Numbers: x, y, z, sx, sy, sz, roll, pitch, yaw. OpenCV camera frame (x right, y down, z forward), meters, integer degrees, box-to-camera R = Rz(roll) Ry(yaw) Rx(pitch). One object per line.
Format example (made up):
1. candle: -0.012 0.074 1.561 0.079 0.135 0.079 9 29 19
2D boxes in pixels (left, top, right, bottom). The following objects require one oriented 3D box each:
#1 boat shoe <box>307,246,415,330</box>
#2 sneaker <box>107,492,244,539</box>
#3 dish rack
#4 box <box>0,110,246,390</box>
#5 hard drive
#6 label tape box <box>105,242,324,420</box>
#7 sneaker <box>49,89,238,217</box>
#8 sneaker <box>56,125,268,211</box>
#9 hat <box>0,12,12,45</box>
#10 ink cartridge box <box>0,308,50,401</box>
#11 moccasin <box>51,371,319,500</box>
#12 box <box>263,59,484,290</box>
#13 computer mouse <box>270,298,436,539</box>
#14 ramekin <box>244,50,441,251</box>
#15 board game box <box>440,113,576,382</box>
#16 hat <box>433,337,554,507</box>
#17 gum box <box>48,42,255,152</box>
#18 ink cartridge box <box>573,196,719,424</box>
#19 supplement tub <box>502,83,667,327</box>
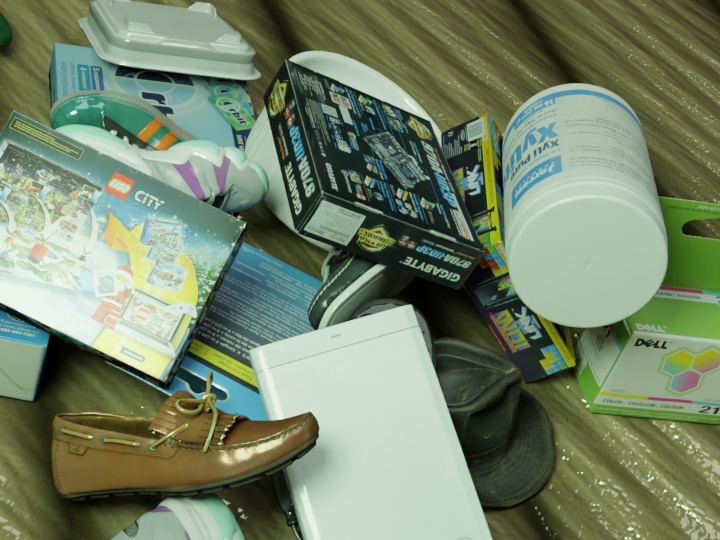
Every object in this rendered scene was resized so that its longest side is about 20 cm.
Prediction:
1. boat shoe: 0.000 0.000 1.094 0.060 0.076 0.200 35 27 12
2. sneaker: -0.110 0.241 0.859 0.140 0.078 0.200 -21 45 -38
3. dish rack: -0.200 -0.251 1.368 0.171 0.044 0.200 4 22 -22
4. box: -0.204 -0.015 0.981 0.199 0.038 0.137 26 74 2
5. hard drive: 0.007 0.136 0.969 0.131 0.027 0.201 -15 73 -11
6. label tape box: -0.104 0.067 1.069 0.143 0.066 0.200 27 40 6
7. sneaker: -0.187 -0.094 1.176 0.200 0.071 0.080 25 31 -35
8. sneaker: -0.165 -0.038 1.074 0.199 0.078 0.140 4 53 -23
9. hat: -0.478 -0.234 1.295 0.166 0.176 0.200 51 10 36
10. ink cartridge box: -0.300 0.003 1.053 0.116 0.067 0.200 12 39 -12
11. moccasin: -0.126 0.116 0.923 0.200 0.078 0.074 -6 4 23
12. box: 0.007 -0.084 1.101 0.158 0.046 0.200 19 33 -28
13. computer mouse: -0.004 0.125 1.011 0.140 0.046 0.201 -6 71 -8
14. ramekin: -0.014 -0.107 1.253 0.200 0.098 0.201 26 36 -21
15. board game box: 0.136 -0.024 1.213 0.057 0.166 0.200 -21 35 18
16. hat: 0.081 0.105 1.093 0.200 0.081 0.201 13 38 -10
17. gum box: -0.205 -0.151 1.296 0.199 0.045 0.170 6 40 -20
18. ink cartridge box: 0.296 0.039 1.171 0.147 0.201 0.076 6 40 -17
19. supplement tub: 0.186 -0.060 1.103 0.131 0.132 0.200 16 33 -6
